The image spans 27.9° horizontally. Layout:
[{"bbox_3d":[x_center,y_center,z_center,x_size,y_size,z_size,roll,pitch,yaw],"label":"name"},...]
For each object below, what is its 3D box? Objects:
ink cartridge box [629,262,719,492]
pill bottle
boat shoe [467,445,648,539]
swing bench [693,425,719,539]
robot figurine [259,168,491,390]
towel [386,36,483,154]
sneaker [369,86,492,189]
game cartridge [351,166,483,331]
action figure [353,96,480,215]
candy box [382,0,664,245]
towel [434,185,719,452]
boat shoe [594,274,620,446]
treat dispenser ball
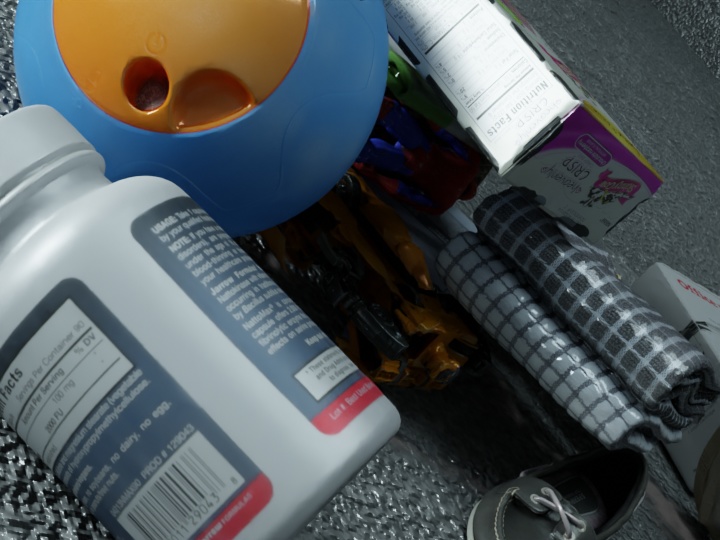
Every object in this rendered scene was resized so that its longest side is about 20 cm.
[{"bbox_3d":[0.302,0.106,1.211,0.144,0.084,0.200,28,27,-36],"label":"ink cartridge box"},{"bbox_3d":[-0.091,0.032,0.598,0.200,0.120,0.120,46,21,6],"label":"pill bottle"},{"bbox_3d":[0.121,0.139,0.861,0.067,0.057,0.200,49,21,14],"label":"boat shoe"},{"bbox_3d":[0.337,0.219,1.007,0.199,0.130,0.199,26,27,-25],"label":"swing bench"},{"bbox_3d":[0.000,0.000,0.909,0.145,0.058,0.200,14,34,-51],"label":"robot figurine"},{"bbox_3d":[0.074,-0.112,0.974,0.200,0.031,0.149,27,16,-38],"label":"towel"},{"bbox_3d":[0.023,-0.110,1.049,0.200,0.071,0.076,18,29,-50],"label":"sneaker"},{"bbox_3d":[0.027,-0.041,1.069,0.200,0.042,0.133,43,25,-2],"label":"game cartridge"},{"bbox_3d":[0.028,-0.084,0.969,0.052,0.066,0.200,41,7,37],"label":"action figure"},{"bbox_3d":[0.077,-0.120,0.843,0.136,0.061,0.200,27,26,-57],"label":"candy box"},{"bbox_3d":[0.147,0.034,0.916,0.166,0.086,0.200,45,10,20],"label":"towel"},{"bbox_3d":[0.168,0.034,1.060,0.074,0.069,0.201,99,-33,-80],"label":"boat shoe"},{"bbox_3d":[-0.085,-0.117,0.780,0.201,0.201,0.201,36,22,-17],"label":"treat dispenser ball"}]
